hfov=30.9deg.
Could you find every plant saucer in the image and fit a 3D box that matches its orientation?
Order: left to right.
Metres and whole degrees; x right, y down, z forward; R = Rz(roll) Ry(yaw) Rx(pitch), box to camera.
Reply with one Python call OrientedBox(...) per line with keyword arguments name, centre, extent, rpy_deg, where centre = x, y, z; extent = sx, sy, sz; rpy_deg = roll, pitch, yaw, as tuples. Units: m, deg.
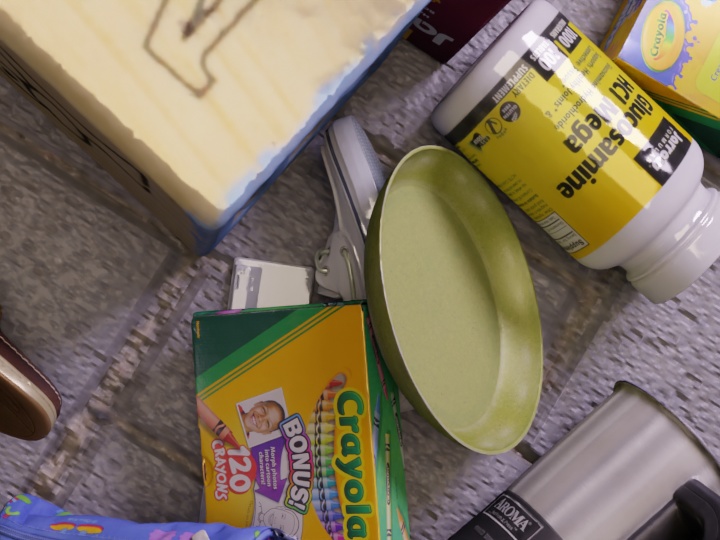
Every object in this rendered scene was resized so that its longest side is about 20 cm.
OrientedBox(name="plant saucer", centre=(0.057, 0.020, 0.835), extent=(0.031, 0.200, 0.201), rpy_deg=(-15, 88, 33))

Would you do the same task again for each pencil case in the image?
OrientedBox(name="pencil case", centre=(-0.138, 0.183, 0.784), extent=(0.199, 0.087, 0.078), rpy_deg=(4, 47, 20))

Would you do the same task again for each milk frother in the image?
OrientedBox(name="milk frother", centre=(0.171, 0.216, 0.856), extent=(0.188, 0.180, 0.200), rpy_deg=(-39, 135, -9))

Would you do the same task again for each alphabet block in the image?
OrientedBox(name="alphabet block", centre=(-0.103, -0.150, 0.799), extent=(0.200, 0.195, 0.197), rpy_deg=(43, 79, -5))

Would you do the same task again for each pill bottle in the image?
OrientedBox(name="pill bottle", centre=(0.154, -0.075, 0.870), extent=(0.200, 0.112, 0.113), rpy_deg=(42, 81, -4))

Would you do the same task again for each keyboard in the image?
OrientedBox(name="keyboard", centre=(-0.071, 0.094, 0.879), extent=(0.056, 0.011, 0.201), rpy_deg=(8, 85, -13))

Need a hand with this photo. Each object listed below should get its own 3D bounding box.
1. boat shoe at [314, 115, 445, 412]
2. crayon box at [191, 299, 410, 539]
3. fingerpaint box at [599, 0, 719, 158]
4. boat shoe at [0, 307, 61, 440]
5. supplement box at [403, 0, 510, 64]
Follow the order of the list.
OrientedBox(name="boat shoe", centre=(0.000, 0.000, 0.861), extent=(0.066, 0.074, 0.201), rpy_deg=(-19, 84, 10))
OrientedBox(name="crayon box", centre=(-0.036, 0.122, 0.821), extent=(0.118, 0.058, 0.201), rpy_deg=(-5, 89, 21))
OrientedBox(name="fingerpaint box", centre=(0.279, -0.185, 0.917), extent=(0.166, 0.073, 0.201), rpy_deg=(28, 82, -6))
OrientedBox(name="boat shoe", centre=(-0.257, 0.024, 0.820), extent=(0.200, 0.072, 0.072), rpy_deg=(36, 49, 10))
OrientedBox(name="supplement box", centre=(0.047, -0.226, 0.821), extent=(0.131, 0.200, 0.104), rpy_deg=(32, 83, -5))
